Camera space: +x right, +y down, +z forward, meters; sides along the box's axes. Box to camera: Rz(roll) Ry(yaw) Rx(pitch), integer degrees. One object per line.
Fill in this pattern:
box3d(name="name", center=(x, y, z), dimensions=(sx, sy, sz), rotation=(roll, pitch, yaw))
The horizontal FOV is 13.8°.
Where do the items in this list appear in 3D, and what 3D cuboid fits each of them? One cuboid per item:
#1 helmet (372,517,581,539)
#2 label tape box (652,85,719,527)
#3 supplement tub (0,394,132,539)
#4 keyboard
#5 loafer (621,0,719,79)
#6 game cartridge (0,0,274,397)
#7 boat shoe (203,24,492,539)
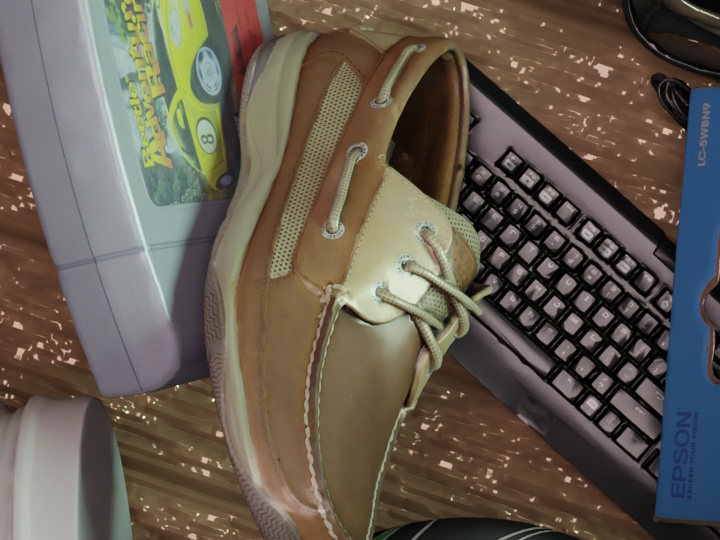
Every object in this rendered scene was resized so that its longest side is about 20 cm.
box3d(name="helmet", center=(0.022, 0.171, 0.888), dimensions=(0.199, 0.191, 0.201), rotation=(0, 90, 3))
box3d(name="label tape box", center=(0.182, 0.013, 0.884), dimensions=(0.063, 0.200, 0.145), rotation=(10, 84, -36))
box3d(name="supplement tub", center=(-0.176, 0.108, 0.923), dimensions=(0.199, 0.145, 0.145), rotation=(-4, 90, 3))
box3d(name="keyboard", center=(0.096, 0.003, 0.970), dimensions=(0.200, 0.021, 0.127), rotation=(41, 93, 1))
box3d(name="loafer", center=(0.183, -0.077, 0.942), dimensions=(0.199, 0.063, 0.072), rotation=(6, 91, 3))
box3d(name="game cartridge", center=(-0.066, -0.064, 0.922), dimensions=(0.041, 0.133, 0.201), rotation=(-12, 90, 26))
box3d(name="boat shoe", center=(0.000, 0.000, 0.897), dimensions=(0.072, 0.076, 0.200), rotation=(-11, 52, 18))
